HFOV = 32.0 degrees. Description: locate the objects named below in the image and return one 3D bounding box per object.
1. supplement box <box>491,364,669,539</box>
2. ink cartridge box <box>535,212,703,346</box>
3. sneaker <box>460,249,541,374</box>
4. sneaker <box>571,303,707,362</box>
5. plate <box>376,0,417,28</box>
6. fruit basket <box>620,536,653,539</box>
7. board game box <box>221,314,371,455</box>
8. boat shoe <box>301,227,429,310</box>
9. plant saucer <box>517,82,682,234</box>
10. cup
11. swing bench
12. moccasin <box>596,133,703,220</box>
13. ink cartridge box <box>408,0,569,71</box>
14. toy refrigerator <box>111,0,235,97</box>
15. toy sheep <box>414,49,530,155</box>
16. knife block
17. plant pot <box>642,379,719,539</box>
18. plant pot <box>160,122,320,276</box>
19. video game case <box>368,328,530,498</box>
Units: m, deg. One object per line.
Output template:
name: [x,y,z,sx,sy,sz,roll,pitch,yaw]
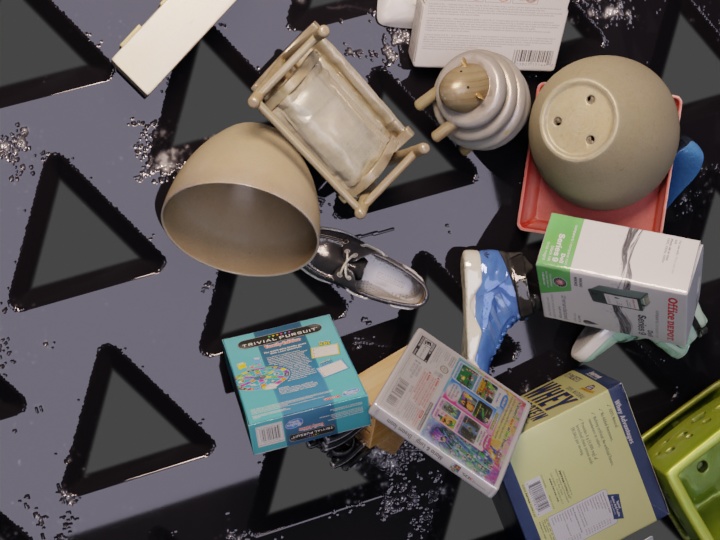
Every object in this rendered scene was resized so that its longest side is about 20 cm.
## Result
supplement box: [0.277,0.269,1.700,0.197,0.134,0.203,-24,101,-8]
ink cartridge box: [0.338,0.012,1.633,0.197,0.147,0.085,12,63,20]
sneaker: [0.193,0.073,1.692,0.109,0.077,0.204,-1,90,-2]
sneaker: [0.394,0.092,1.736,0.199,0.074,0.119,-37,98,-7]
plate: [0.126,-0.416,1.653,0.196,0.032,0.203,4,95,-12]
fruit basket: [0.331,0.451,1.732,0.184,0.201,0.094,-32,59,-6]
board game box: [-0.084,0.139,1.578,0.148,0.201,0.048,-13,120,-10]
boat shoe: [0.000,0.000,1.653,0.198,0.060,0.075,26,91,-13]
plant saucer: [0.320,-0.140,1.674,0.197,0.037,0.203,10,93,25]
cup: [0.294,-0.181,1.590,0.197,0.143,0.204,0,90,25]
swing bench: [-0.031,-0.191,1.563,0.130,0.200,0.199,-43,102,5]
moccasin: [0.386,-0.103,1.716,0.199,0.069,0.080,-40,116,17]
ink cartridge box: [0.172,-0.345,1.617,0.196,0.045,0.178,0,130,-12]
toy refrigerator: [-0.224,-0.314,1.568,0.070,0.076,0.200,43,87,-12]
toy sheep: [0.155,-0.216,1.618,0.136,0.199,0.141,-2,87,26]
knife block: [0.018,0.166,1.619,0.064,0.175,0.201,34,88,29]
plant pot: [0.501,0.277,1.724,0.199,0.181,0.201,-34,102,-7]
plant pot: [-0.139,-0.103,1.566,0.197,0.201,0.136,17,57,-13]
video game case: [0.116,0.173,1.570,0.181,0.200,0.024,35,121,2]
